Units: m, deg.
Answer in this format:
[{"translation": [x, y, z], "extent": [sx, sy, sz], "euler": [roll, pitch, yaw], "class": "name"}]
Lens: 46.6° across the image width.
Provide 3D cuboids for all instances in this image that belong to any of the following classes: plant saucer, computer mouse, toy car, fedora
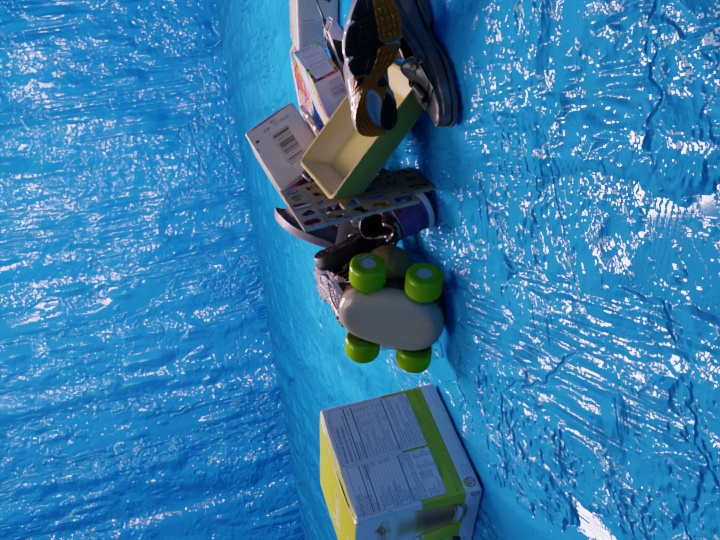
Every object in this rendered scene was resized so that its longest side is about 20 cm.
[{"translation": [0.008, -0.198, 1.198], "extent": [0.201, 0.048, 0.200], "euler": [-52, 26, 7], "class": "plant saucer"}, {"translation": [-0.034, -0.381, 1.378], "extent": [0.110, 0.043, 0.204], "euler": [-136, 26, -75], "class": "computer mouse"}, {"translation": [0.058, 0.018, 1.251], "extent": [0.202, 0.154, 0.167], "euler": [-73, -10, -51], "class": "toy car"}, {"translation": [-0.067, -0.108, 1.571], "extent": [0.176, 0.198, 0.092], "euler": [34, 107, 34], "class": "fedora"}]

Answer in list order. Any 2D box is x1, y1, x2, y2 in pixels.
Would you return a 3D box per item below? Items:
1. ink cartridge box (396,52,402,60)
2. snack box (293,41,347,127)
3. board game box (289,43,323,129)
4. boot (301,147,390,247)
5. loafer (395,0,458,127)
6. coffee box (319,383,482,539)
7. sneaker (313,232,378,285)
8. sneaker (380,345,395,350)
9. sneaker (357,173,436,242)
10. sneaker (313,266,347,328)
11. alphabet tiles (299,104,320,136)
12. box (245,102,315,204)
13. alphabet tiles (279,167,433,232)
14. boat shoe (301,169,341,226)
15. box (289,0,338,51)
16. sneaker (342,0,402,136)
[{"translation": [0.020, -0.423, 1.169], "extent": [0.175, 0.043, 0.204], "euler": [-119, 23, -50], "class": "ink cartridge box"}, {"translation": [-0.040, -0.262, 1.396], "extent": [0.143, 0.052, 0.202], "euler": [-117, 3, -54], "class": "snack box"}, {"translation": [-0.095, -0.362, 1.681], "extent": [0.134, 0.044, 0.205], "euler": [171, 89, -76], "class": "board game box"}, {"translation": [-0.027, -0.098, 1.406], "extent": [0.066, 0.162, 0.202], "euler": [-56, -17, -35], "class": "boot"}, {"translation": [0.067, -0.266, 1.049], "extent": [0.072, 0.061, 0.204], "euler": [115, 143, -67], "class": "loafer"}, {"translation": [0.051, 0.332, 1.288], "extent": [0.202, 0.193, 0.203], "euler": [-115, 19, -44], "class": "coffee box"}, {"translation": [-0.003, 0.001, 1.323], "extent": [0.199, 0.059, 0.107], "euler": [-32, -71, -61], "class": "sneaker"}, {"translation": [0.033, 0.073, 1.414], "extent": [0.200, 0.078, 0.079], "euler": [-127, 29, -63], "class": "sneaker"}, {"translation": [0.020, -0.088, 1.225], "extent": [0.199, 0.086, 0.077], "euler": [19, 133, 60], "class": "sneaker"}, {"translation": [-0.022, 0.032, 1.425], "extent": [0.200, 0.078, 0.075], "euler": [-128, 25, -62], "class": "sneaker"}, {"translation": [-0.048, -0.199, 1.492], "extent": [0.197, 0.014, 0.202], "euler": [58, -178, -47], "class": "alphabet tiles"}, {"translation": [-0.136, -0.219, 1.604], "extent": [0.129, 0.108, 0.200], "euler": [56, 177, 1], "class": "box"}, {"translation": [-0.004, -0.108, 1.175], "extent": [0.167, 0.195, 0.008], "euler": [-127, 25, -62], "class": "alphabet tiles"}, {"translation": [-0.038, -0.113, 1.474], "extent": [0.202, 0.056, 0.069], "euler": [59, 180, -30], "class": "boat shoe"}, {"translation": [-0.084, -0.494, 1.464], "extent": [0.069, 0.080, 0.204], "euler": [-116, 21, -49], "class": "box"}, {"translation": [0.004, -0.271, 1.043], "extent": [0.203, 0.074, 0.093], "euler": [92, 163, -46], "class": "sneaker"}]
